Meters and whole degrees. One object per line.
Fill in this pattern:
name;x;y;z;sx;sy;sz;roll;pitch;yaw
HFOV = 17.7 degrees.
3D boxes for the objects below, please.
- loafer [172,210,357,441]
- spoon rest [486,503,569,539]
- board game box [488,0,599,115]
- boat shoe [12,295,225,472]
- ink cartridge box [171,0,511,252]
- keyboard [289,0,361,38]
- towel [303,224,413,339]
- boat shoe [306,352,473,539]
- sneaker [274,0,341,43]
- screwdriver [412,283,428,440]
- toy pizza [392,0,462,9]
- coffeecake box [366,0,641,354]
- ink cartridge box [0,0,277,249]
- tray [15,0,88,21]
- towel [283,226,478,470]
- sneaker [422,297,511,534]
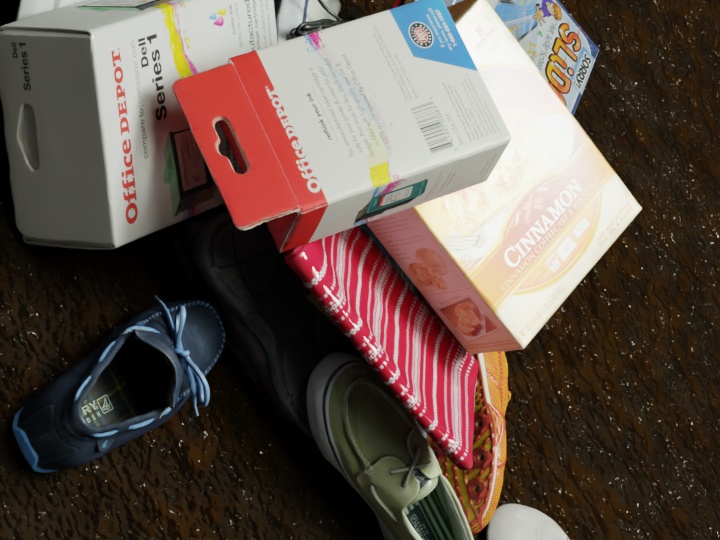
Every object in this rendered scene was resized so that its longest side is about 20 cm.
loafer;-0.063;0.037;1.608;0.072;0.063;0.200;-45;121;-23
spoon rest;0.133;0.262;1.731;0.099;0.061;0.201;35;34;-35
board game box;0.129;-0.171;1.966;0.135;0.034;0.200;47;41;-22
boat shoe;-0.138;0.075;1.493;0.084;0.069;0.200;57;38;-11
ink cartridge box;-0.018;-0.091;1.504;0.199;0.067;0.117;-19;73;-21
keyboard;-0.044;-0.217;1.708;0.200;0.021;0.127;-6;65;-55
towel;0.000;0.000;1.666;0.147;0.022;0.200;44;19;-30
boat shoe;0.030;0.140;1.619;0.072;0.062;0.200;-43;121;-22
sneaker;-0.048;-0.152;1.715;0.071;0.073;0.201;32;47;-22
screwdriver;0.034;0.071;1.737;0.028;0.029;0.201;26;48;-38
toy pizza;0.033;-0.148;1.758;0.032;0.201;0.200;19;42;11
coffeecake box;0.082;-0.066;1.638;0.154;0.073;0.200;-47;108;-26
ink cartridge box;-0.141;-0.109;1.539;0.200;0.084;0.145;-27;117;-52
tray;-0.179;-0.228;1.533;0.107;0.022;0.201;-21;130;-61
towel;0.018;0.031;1.590;0.200;0.022;0.145;51;19;-17
sneaker;0.089;0.105;1.744;0.077;0.073;0.201;33;50;-47
